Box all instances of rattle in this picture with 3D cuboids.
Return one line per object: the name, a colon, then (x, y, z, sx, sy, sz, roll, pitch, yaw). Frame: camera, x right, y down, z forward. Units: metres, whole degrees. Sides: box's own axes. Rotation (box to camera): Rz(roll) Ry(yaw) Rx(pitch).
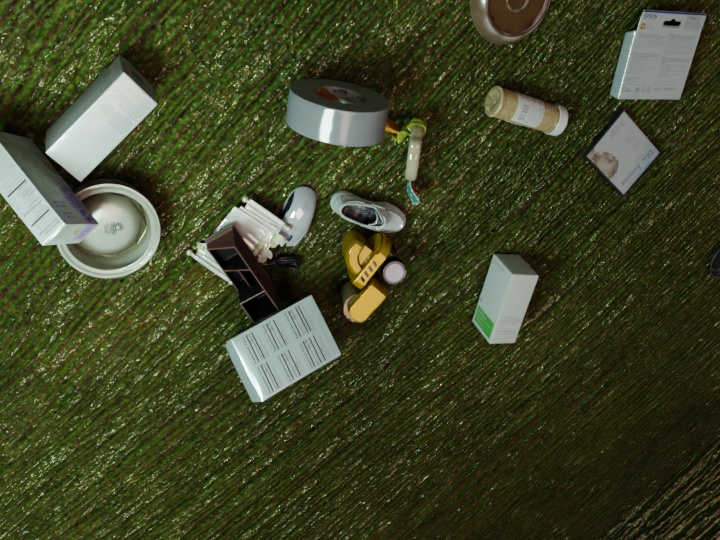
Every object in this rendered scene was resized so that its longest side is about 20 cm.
rattle: (0.074, -0.238, 1.577, 0.138, 0.133, 0.202, -5, 149, -8)

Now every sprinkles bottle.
sprinkles bottle: (0.373, -0.357, 1.630, 0.195, 0.069, 0.070, 9, 117, -28)

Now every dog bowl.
dog bowl: (-0.491, -0.090, 1.416, 0.195, 0.074, 0.205, -11, 123, -17)

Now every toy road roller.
toy road roller: (0.000, 0.000, 1.663, 0.145, 0.123, 0.201, 35, 102, -21)

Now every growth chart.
growth chart: (-0.254, -0.059, 1.546, 0.199, 0.018, 0.144, -43, 116, 13)

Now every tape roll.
tape roll: (-0.044, -0.306, 1.397, 0.195, 0.201, 0.068, 0, 121, -23)

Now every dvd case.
dvd case: (0.656, -0.292, 1.826, 0.198, 0.018, 0.144, 31, 104, -35)

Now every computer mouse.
computer mouse: (-0.153, -0.086, 1.584, 0.107, 0.044, 0.204, 14, 113, -29)

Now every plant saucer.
plant saucer: (0.320, -0.567, 1.501, 0.195, 0.032, 0.205, -11, 122, -17)

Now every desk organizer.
desk organizer: (-0.245, 0.012, 1.529, 0.070, 0.078, 0.202, -26, 128, 5)

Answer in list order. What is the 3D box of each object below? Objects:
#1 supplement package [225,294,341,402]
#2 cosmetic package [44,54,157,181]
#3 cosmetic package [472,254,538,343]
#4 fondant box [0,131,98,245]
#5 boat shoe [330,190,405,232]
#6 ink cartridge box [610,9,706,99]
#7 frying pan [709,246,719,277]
supplement package: (-0.175, 0.175, 1.599, 0.197, 0.191, 0.150, -28, 88, -17)
cosmetic package: (-0.463, -0.272, 1.294, 0.199, 0.108, 0.085, -42, 128, 8)
cosmetic package: (0.369, 0.072, 1.862, 0.082, 0.108, 0.205, 0, 118, -22)
fondant box: (-0.560, -0.140, 1.256, 0.058, 0.144, 0.202, -37, 92, 4)
boat shoe: (0.026, -0.123, 1.623, 0.197, 0.069, 0.073, 23, 110, -33)
ink cartridge box: (0.692, -0.503, 1.696, 0.194, 0.041, 0.205, -4, 121, -21)
frying pan: (1.099, -0.066, 2.152, 0.113, 0.031, 0.193, 20, 107, -32)
